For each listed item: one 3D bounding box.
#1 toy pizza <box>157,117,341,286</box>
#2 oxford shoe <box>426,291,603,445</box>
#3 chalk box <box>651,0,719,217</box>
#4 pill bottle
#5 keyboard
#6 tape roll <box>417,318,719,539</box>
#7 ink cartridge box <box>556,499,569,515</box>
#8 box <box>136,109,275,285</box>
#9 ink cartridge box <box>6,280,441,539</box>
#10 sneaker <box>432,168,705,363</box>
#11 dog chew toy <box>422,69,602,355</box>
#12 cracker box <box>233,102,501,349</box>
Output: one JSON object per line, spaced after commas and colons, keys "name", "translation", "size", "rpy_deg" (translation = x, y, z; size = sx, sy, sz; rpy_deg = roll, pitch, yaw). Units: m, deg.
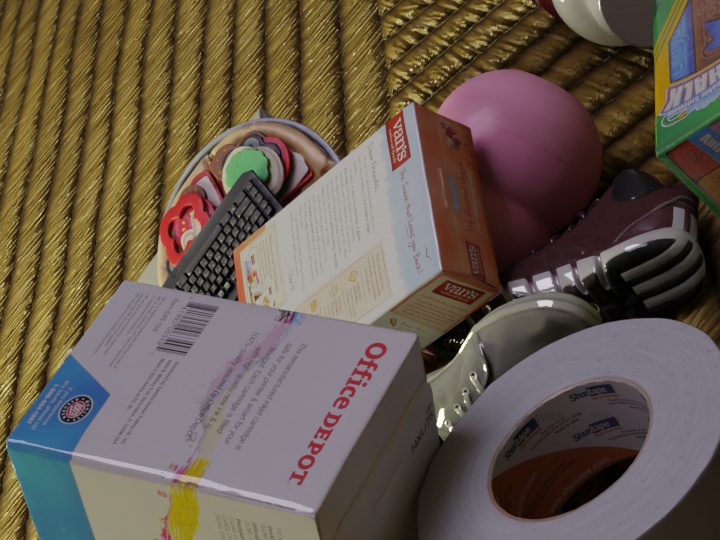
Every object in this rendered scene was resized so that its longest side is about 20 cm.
{"name": "toy pizza", "translation": [-0.087, -0.020, 1.560], "size": [0.199, 0.032, 0.202], "rpy_deg": [-8, 76, 36]}
{"name": "oxford shoe", "translation": [0.079, 0.078, 1.268], "size": [0.200, 0.075, 0.058], "rpy_deg": [-39, 25, 41]}
{"name": "chalk box", "translation": [0.255, -0.094, 1.197], "size": [0.124, 0.124, 0.201], "rpy_deg": [-32, 30, 31]}
{"name": "pill bottle", "translation": [0.179, -0.233, 1.512], "size": [0.113, 0.113, 0.200], "rpy_deg": [-48, 26, 5]}
{"name": "keyboard", "translation": [-0.109, 0.035, 1.533], "size": [0.127, 0.021, 0.200], "rpy_deg": [47, 110, 33]}
{"name": "tape roll", "translation": [0.132, 0.120, 1.137], "size": [0.199, 0.066, 0.201], "rpy_deg": [-27, 29, 17]}
{"name": "ink cartridge box", "translation": [0.030, 0.198, 1.213], "size": [0.199, 0.047, 0.198], "rpy_deg": [-5, 39, 6]}
{"name": "box", "translation": [-0.099, -0.019, 1.661], "size": [0.200, 0.095, 0.078], "rpy_deg": [-54, 21, 17]}
{"name": "ink cartridge box", "translation": [-0.071, 0.119, 1.183], "size": [0.199, 0.147, 0.147], "rpy_deg": [10, 44, 24]}
{"name": "sneaker", "translation": [0.142, -0.002, 1.332], "size": [0.199, 0.076, 0.116], "rpy_deg": [-21, 31, 31]}
{"name": "dog chew toy", "translation": [0.085, -0.036, 1.406], "size": [0.124, 0.124, 0.201], "rpy_deg": [12, 73, 61]}
{"name": "cracker box", "translation": [0.000, 0.000, 1.357], "size": [0.200, 0.057, 0.135], "rpy_deg": [-38, 47, 38]}
